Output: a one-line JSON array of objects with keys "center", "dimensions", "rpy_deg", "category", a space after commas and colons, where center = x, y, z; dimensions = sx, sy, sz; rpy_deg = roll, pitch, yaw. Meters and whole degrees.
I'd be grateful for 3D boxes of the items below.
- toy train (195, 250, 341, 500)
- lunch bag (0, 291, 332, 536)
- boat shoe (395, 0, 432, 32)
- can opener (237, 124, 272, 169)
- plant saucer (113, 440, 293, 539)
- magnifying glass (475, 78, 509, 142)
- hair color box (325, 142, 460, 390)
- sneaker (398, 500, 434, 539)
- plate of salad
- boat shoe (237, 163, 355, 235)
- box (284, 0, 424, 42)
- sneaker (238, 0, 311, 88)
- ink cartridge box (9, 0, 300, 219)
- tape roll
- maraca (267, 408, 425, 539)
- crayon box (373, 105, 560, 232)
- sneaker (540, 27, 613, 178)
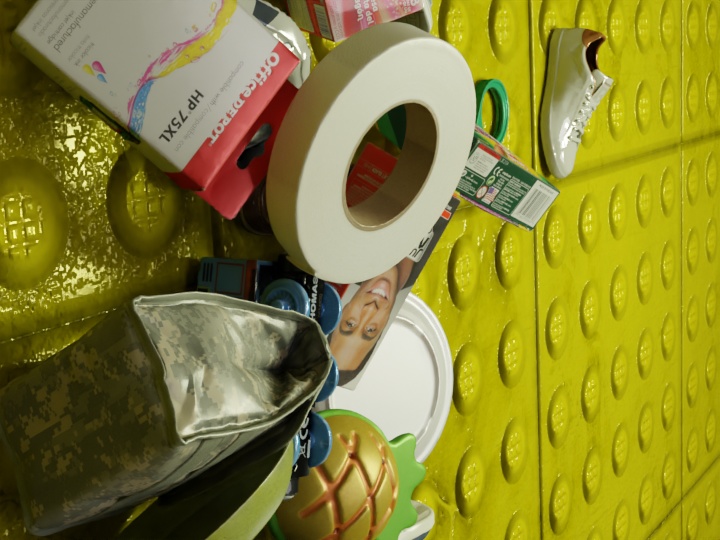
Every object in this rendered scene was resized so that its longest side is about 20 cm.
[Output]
[{"center": [-0.081, 0.082, 0.937], "dimensions": [0.086, 0.112, 0.204], "rpy_deg": [7, 87, -64], "category": "toy train"}, {"center": [-0.127, 0.095, 0.803], "dimensions": [0.199, 0.163, 0.119], "rpy_deg": [-2, 66, -57], "category": "lunch bag"}, {"center": [0.022, -0.314, 1.106], "dimensions": [0.203, 0.074, 0.065], "rpy_deg": [56, 53, -35], "category": "boat shoe"}, {"center": [-0.081, -0.116, 0.970], "dimensions": [0.200, 0.077, 0.065], "rpy_deg": [-39, 124, -63], "category": "can opener"}, {"center": [-0.121, 0.186, 0.812], "dimensions": [0.031, 0.199, 0.200], "rpy_deg": [54, 43, -9], "category": "plant saucer"}, {"center": [0.132, -0.148, 1.345], "dimensions": [0.202, 0.022, 0.080], "rpy_deg": [-62, 141, -36], "category": "magnifying glass"}, {"center": [0.000, 0.000, 1.018], "dimensions": [0.101, 0.061, 0.202], "rpy_deg": [22, 99, -57], "category": "hair color box"}, {"center": [0.006, 0.297, 1.145], "dimensions": [0.199, 0.074, 0.086], "rpy_deg": [-20, 117, -49], "category": "sneaker"}, {"center": [0.013, 0.115, 1.144], "dimensions": [0.197, 0.048, 0.204], "rpy_deg": [-1, 92, -36], "category": "plate of salad"}, {"center": [-0.036, -0.070, 1.038], "dimensions": [0.199, 0.067, 0.074], "rpy_deg": [-11, 102, -57], "category": "boat shoe"}, {"center": [-0.026, -0.311, 0.974], "dimensions": [0.094, 0.102, 0.203], "rpy_deg": [-24, 117, -19], "category": "box"}, {"center": [-0.121, -0.159, 0.885], "dimensions": [0.199, 0.078, 0.132], "rpy_deg": [39, 62, -53], "category": "sneaker"}, {"center": [-0.125, -0.137, 0.785], "dimensions": [0.199, 0.067, 0.117], "rpy_deg": [40, 80, -20], "category": "ink cartridge box"}, {"center": [0.012, -0.087, 0.878], "dimensions": [0.202, 0.037, 0.205], "rpy_deg": [-33, 139, -34], "category": "tape roll"}, {"center": [-0.011, 0.200, 1.054], "dimensions": [0.198, 0.106, 0.140], "rpy_deg": [16, 86, -43], "category": "maraca"}, {"center": [0.087, -0.128, 1.134], "dimensions": [0.059, 0.173, 0.199], "rpy_deg": [-52, 149, 12], "category": "crayon box"}, {"center": [0.292, -0.224, 1.532], "dimensions": [0.072, 0.083, 0.204], "rpy_deg": [-1, 95, -59], "category": "sneaker"}]
